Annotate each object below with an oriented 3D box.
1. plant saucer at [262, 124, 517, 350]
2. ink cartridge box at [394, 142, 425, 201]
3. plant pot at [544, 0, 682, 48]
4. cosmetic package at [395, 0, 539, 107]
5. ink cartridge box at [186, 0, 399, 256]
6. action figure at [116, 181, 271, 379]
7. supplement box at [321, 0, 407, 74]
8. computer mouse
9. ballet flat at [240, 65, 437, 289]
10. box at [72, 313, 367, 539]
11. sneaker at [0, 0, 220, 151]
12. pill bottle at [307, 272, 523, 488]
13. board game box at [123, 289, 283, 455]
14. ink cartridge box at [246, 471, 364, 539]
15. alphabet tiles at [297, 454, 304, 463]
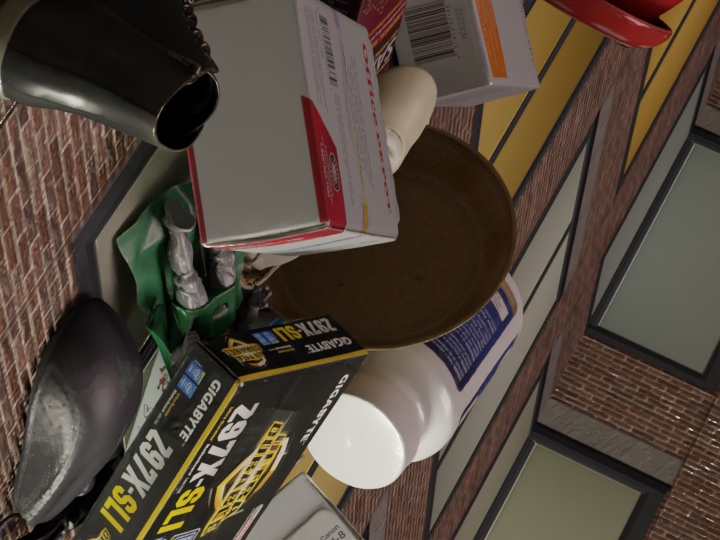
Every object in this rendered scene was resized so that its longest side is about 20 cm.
[{"bbox_3d":[0.014,-0.019,1.667,0.201,0.199,0.036,-58,160,-28],"label":"plant saucer"},{"bbox_3d":[0.000,0.000,1.759,0.095,0.037,0.201,56,57,-76],"label":"ink cartridge box"},{"bbox_3d":[0.229,-0.312,2.053,0.183,0.200,0.200,-59,169,14],"label":"plant pot"},{"bbox_3d":[0.083,-0.186,1.849,0.200,0.071,0.102,-17,94,-75],"label":"cosmetic package"},{"bbox_3d":[-0.044,-0.086,1.438,0.200,0.082,0.147,8,72,-77],"label":"ink cartridge box"},{"bbox_3d":[-0.101,0.024,1.535,0.118,0.055,0.201,-35,143,-28],"label":"action figure"},{"bbox_3d":[-0.011,-0.182,1.588,0.109,0.061,0.201,-50,162,-50],"label":"supplement box"},{"bbox_3d":[-0.174,0.107,1.473,0.139,0.052,0.201,-49,160,-49],"label":"computer mouse"},{"bbox_3d":[-0.022,-0.057,1.570,0.200,0.070,0.069,-39,176,19],"label":"ballet flat"},{"bbox_3d":[-0.098,0.126,1.555,0.159,0.049,0.201,-7,135,-58],"label":"box"},{"bbox_3d":[-0.105,-0.116,1.207,0.200,0.106,0.075,-46,158,-56],"label":"sneaker"},{"bbox_3d":[0.036,0.070,1.708,0.200,0.110,0.111,-50,161,-49],"label":"pill bottle"},{"bbox_3d":[-0.112,0.104,1.708,0.148,0.064,0.201,-41,152,-64],"label":"board game box"},{"bbox_3d":[-0.061,0.262,1.792,0.145,0.145,0.200,-41,176,-12],"label":"ink cartridge box"},{"bbox_3d":[-0.127,0.220,1.795,0.167,0.008,0.200,-43,177,-25],"label":"alphabet tiles"}]
